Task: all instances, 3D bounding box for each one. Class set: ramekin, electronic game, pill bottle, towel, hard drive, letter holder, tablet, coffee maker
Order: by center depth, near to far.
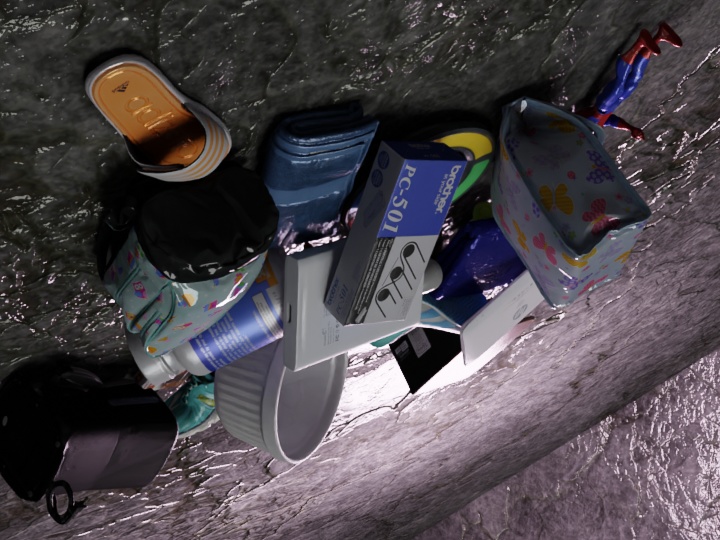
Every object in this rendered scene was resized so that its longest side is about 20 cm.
[{"bbox_3d":[-0.056,-0.091,1.143,0.110,0.049,0.201,-15,156,-24],"label":"towel"},{"bbox_3d":[0.065,-0.101,1.253,0.198,0.042,0.201,-26,159,-10],"label":"electronic game"},{"bbox_3d":[-0.004,0.024,1.253,0.198,0.026,0.134,-18,121,-41],"label":"hard drive"},{"bbox_3d":[-0.164,0.050,1.261,0.198,0.113,0.112,-26,159,2],"label":"pill bottle"},{"bbox_3d":[-0.330,0.220,1.353,0.134,0.194,0.199,-36,156,28],"label":"coffee maker"},{"bbox_3d":[-0.104,0.138,1.425,0.104,0.203,0.200,12,172,24],"label":"ramekin"},{"bbox_3d":[0.189,-0.031,1.455,0.198,0.050,0.148,-11,147,-33],"label":"towel"},{"bbox_3d":[0.210,0.043,1.480,0.199,0.014,0.131,-40,155,-12],"label":"tablet"},{"bbox_3d":[0.161,0.094,1.741,0.141,0.101,0.200,-10,154,-38],"label":"letter holder"}]

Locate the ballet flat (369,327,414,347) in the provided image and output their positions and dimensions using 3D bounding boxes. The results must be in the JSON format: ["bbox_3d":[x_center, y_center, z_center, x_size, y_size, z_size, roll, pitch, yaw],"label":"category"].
[{"bbox_3d":[0.086,0.041,1.580,0.198,0.074,0.073,-29,159,23],"label":"ballet flat"}]

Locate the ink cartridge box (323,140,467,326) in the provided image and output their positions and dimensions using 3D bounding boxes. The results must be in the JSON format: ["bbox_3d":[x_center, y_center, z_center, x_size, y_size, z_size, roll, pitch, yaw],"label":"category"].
[{"bbox_3d":[0.035,-0.038,1.176,0.093,0.044,0.202,-4,124,-41],"label":"ink cartridge box"}]

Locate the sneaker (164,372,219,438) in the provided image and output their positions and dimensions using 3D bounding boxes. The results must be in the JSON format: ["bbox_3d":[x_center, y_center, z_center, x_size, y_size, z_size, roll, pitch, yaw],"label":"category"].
[{"bbox_3d":[-0.212,0.155,1.526,0.199,0.078,0.080,-38,145,9],"label":"sneaker"}]

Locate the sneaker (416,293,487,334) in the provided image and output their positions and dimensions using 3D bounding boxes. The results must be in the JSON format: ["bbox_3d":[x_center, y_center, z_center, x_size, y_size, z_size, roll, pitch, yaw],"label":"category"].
[{"bbox_3d":[0.085,0.043,1.506,0.197,0.077,0.081,19,148,-12],"label":"sneaker"}]

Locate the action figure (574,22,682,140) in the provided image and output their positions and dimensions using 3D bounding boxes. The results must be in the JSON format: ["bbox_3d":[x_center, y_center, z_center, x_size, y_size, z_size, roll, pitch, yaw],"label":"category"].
[{"bbox_3d":[0.304,-0.179,1.274,0.065,0.100,0.200,-20,162,-34],"label":"action figure"}]

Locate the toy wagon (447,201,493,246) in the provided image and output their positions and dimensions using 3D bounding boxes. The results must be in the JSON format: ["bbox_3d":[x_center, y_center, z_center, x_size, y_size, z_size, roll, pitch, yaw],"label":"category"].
[{"bbox_3d":[0.213,-0.062,1.519,0.198,0.040,0.156,-21,158,-11],"label":"toy wagon"}]

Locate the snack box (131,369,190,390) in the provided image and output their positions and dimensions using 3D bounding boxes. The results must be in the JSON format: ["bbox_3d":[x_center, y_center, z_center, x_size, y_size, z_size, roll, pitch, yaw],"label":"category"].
[{"bbox_3d":[-0.224,0.097,1.421,0.071,0.025,0.200,-6,151,-40],"label":"snack box"}]

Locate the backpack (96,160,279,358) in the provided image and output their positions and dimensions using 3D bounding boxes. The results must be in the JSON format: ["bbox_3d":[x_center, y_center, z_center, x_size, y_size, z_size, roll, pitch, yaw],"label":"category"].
[{"bbox_3d":[-0.179,-0.005,1.092,0.165,0.128,0.200,-17,164,-37],"label":"backpack"}]

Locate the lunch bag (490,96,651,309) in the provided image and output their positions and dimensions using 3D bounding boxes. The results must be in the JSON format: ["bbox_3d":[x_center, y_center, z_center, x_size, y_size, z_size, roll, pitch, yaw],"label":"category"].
[{"bbox_3d":[0.223,-0.087,1.254,0.126,0.201,0.170,-29,159,-11],"label":"lunch bag"}]

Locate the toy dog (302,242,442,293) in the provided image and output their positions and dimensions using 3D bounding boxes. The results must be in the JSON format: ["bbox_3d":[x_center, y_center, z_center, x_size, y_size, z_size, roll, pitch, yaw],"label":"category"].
[{"bbox_3d":[0.000,0.000,1.353,0.131,0.098,0.199,-25,169,38],"label":"toy dog"}]

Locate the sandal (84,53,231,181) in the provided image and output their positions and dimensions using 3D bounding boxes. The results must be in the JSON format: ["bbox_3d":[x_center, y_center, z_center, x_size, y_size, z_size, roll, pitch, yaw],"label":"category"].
[{"bbox_3d":[-0.170,-0.113,0.950,0.078,0.060,0.207,-28,159,9],"label":"sandal"}]
